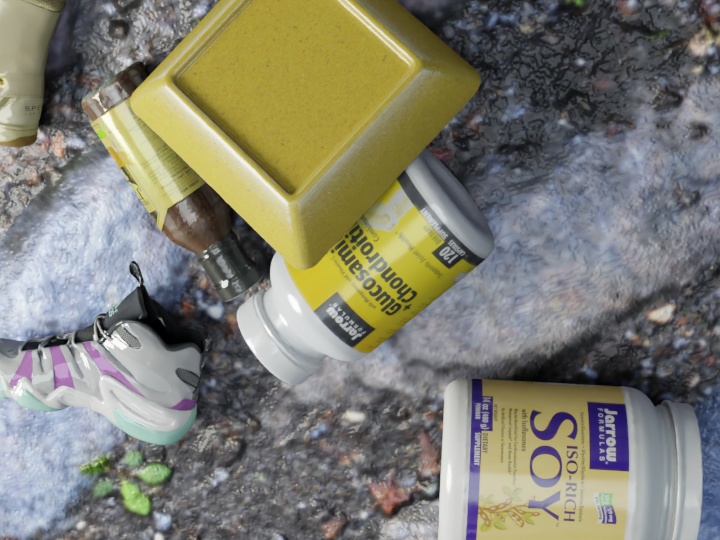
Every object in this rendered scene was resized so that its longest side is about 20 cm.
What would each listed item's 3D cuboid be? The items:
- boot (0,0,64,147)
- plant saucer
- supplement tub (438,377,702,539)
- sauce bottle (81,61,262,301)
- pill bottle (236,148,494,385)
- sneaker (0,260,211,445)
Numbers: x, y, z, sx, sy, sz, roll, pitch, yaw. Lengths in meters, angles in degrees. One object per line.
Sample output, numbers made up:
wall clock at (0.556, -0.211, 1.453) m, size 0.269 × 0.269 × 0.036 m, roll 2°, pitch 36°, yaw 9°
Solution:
boot at (-0.333, -0.200, 0.906) m, size 0.198 × 0.073 × 0.157 m, roll 20°, pitch 109°, yaw -3°
plant saucer at (-0.047, -0.139, 0.851) m, size 0.200 × 0.048 × 0.200 m, roll 43°, pitch 88°, yaw 13°
supplement tub at (0.164, 0.164, 0.937) m, size 0.198 × 0.146 × 0.147 m, roll 2°, pitch 108°, yaw 5°
sauce bottle at (-0.148, -0.068, 0.935) m, size 0.064 × 0.065 × 0.201 m, roll -29°, pitch 101°, yaw 13°
pill bottle at (0.000, 0.000, 0.918) m, size 0.200 × 0.112 × 0.112 m, roll -40°, pitch 100°, yaw 15°
sneaker at (-0.223, 0.054, 0.981) m, size 0.198 × 0.078 × 0.141 m, roll 16°, pitch 107°, yaw -10°
